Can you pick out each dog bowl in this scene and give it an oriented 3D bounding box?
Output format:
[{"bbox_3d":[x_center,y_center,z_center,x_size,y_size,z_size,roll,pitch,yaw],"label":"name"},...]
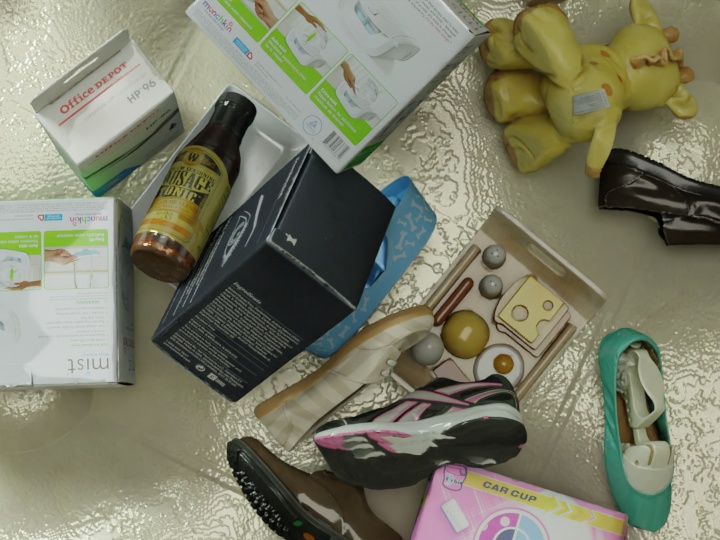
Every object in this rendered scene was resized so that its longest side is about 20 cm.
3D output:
[{"bbox_3d":[0.000,0.000,1.613,0.050,0.111,0.200,40,82,-14],"label":"dog bowl"}]

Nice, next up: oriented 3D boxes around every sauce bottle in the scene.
[{"bbox_3d":[-0.155,-0.084,1.597,0.066,0.066,0.200,20,60,1],"label":"sauce bottle"}]

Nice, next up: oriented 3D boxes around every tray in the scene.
[{"bbox_3d":[-0.148,-0.078,1.661,0.107,0.022,0.200,37,82,3],"label":"tray"}]

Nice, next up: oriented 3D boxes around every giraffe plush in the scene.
[{"bbox_3d":[0.236,-0.191,1.632,0.162,0.200,0.173,-23,115,-28],"label":"giraffe plush"}]

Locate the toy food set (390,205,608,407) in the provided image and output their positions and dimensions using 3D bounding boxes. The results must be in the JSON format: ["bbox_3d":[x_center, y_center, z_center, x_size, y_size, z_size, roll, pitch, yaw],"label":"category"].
[{"bbox_3d":[0.127,0.057,1.630,0.143,0.060,0.200,39,83,4],"label":"toy food set"}]

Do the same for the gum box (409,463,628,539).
[{"bbox_3d":[0.150,0.261,1.596,0.199,0.066,0.114,17,82,1],"label":"gum box"}]

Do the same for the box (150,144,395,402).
[{"bbox_3d":[-0.080,0.003,1.532,0.104,0.200,0.148,38,43,-16],"label":"box"}]

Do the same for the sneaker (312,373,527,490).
[{"bbox_3d":[0.058,0.145,1.568,0.199,0.080,0.086,-6,37,10],"label":"sneaker"}]

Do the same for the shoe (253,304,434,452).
[{"bbox_3d":[-0.007,0.101,1.582,0.200,0.070,0.053,-34,76,14],"label":"shoe"}]

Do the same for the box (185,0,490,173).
[{"bbox_3d":[-0.019,-0.220,1.476,0.200,0.097,0.176,46,106,3],"label":"box"}]

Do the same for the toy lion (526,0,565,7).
[{"bbox_3d":[0.139,-0.308,1.601,0.191,0.200,0.069,-6,83,-17],"label":"toy lion"}]

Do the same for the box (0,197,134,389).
[{"bbox_3d":[-0.320,0.025,1.583,0.199,0.097,0.177,-3,86,2],"label":"box"}]

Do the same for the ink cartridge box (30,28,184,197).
[{"bbox_3d":[-0.236,-0.145,1.578,0.116,0.200,0.068,-39,84,-7],"label":"ink cartridge box"}]

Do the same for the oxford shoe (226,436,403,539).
[{"bbox_3d":[-0.043,0.222,1.605,0.200,0.073,0.084,40,58,7],"label":"oxford shoe"}]

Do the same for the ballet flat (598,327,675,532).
[{"bbox_3d":[0.270,0.153,1.613,0.067,0.070,0.201,-6,82,-17],"label":"ballet flat"}]

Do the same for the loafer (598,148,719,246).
[{"bbox_3d":[0.324,-0.053,1.654,0.200,0.073,0.072,23,87,10],"label":"loafer"}]
